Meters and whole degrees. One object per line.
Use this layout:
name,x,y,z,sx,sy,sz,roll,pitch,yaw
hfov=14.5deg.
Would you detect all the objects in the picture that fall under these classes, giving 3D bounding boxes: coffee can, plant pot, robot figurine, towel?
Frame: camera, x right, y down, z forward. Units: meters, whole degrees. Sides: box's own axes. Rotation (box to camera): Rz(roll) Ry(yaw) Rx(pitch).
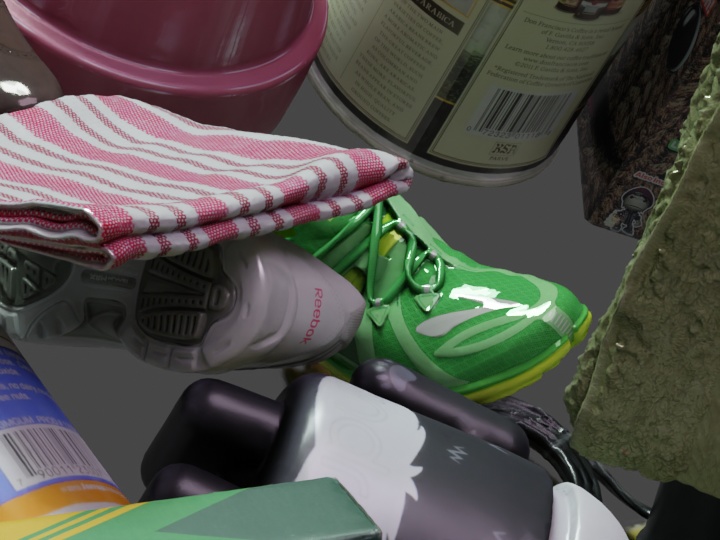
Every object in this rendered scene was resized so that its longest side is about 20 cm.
coffee can,0.074,-0.159,1.353,0.146,0.200,0.146,18,41,-16
plant pot,-0.090,-0.178,1.287,0.200,0.179,0.200,18,40,-15
robot figurine,0.009,0.116,1.086,0.200,0.150,0.125,23,0,-9
towel,0.177,0.006,1.109,0.148,0.200,0.036,22,17,3
towel,-0.090,-0.040,1.071,0.146,0.030,0.200,15,17,32

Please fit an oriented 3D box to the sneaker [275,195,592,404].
sneaker,0.000,0.000,1.182,0.200,0.084,0.074,17,46,28

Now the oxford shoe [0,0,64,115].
oxford shoe,-0.188,-0.117,1.206,0.071,0.073,0.200,-13,40,-41

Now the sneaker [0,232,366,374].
sneaker,-0.079,0.006,1.150,0.099,0.078,0.200,16,4,-45

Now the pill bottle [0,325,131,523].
pill bottle,-0.173,0.058,1.038,0.112,0.112,0.200,-15,55,-41

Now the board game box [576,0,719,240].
board game box,0.192,-0.128,1.395,0.097,0.200,0.159,17,40,-16

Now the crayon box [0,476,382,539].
crayon box,-0.094,0.147,0.950,0.200,0.127,0.051,-7,23,-19

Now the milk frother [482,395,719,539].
milk frother,0.143,0.037,1.196,0.200,0.188,0.180,0,20,-35
